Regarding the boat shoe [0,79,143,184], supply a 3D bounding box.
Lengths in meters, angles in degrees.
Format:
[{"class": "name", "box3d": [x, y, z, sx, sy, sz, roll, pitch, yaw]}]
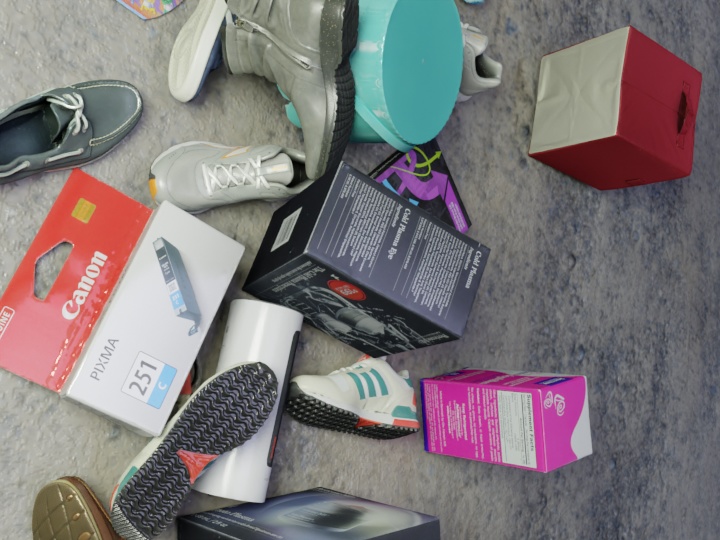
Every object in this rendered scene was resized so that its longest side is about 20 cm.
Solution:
[{"class": "boat shoe", "box3d": [-0.271, -0.126, 0.742, 0.199, 0.061, 0.074, -32, 107, -39]}]

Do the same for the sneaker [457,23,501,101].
[{"class": "sneaker", "box3d": [0.113, -0.304, 1.067, 0.200, 0.091, 0.076, 38, 65, -35]}]

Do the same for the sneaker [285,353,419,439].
[{"class": "sneaker", "box3d": [-0.010, 0.136, 0.972, 0.199, 0.070, 0.094, 22, 56, -38]}]

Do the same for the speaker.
[{"class": "speaker", "box3d": [-0.118, 0.136, 0.863, 0.081, 0.081, 0.202, 22, 74, -40]}]

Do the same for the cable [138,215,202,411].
[{"class": "cable", "box3d": [-0.188, 0.049, 0.820, 0.096, 0.050, 0.203, 12, 82, -41]}]

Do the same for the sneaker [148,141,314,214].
[{"class": "sneaker", "box3d": [-0.121, -0.103, 0.858, 0.199, 0.091, 0.077, -14, 99, -41]}]

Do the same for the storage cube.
[{"class": "storage cube", "box3d": [0.384, -0.237, 1.259, 0.178, 0.199, 0.173, 17, 78, -34]}]

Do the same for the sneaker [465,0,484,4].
[{"class": "sneaker", "box3d": [0.152, -0.468, 1.125, 0.076, 0.080, 0.202, -17, 101, -43]}]

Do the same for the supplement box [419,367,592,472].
[{"class": "supplement box", "box3d": [0.181, 0.185, 1.054, 0.100, 0.199, 0.105, -6, 93, -42]}]

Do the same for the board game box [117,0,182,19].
[{"class": "board game box", "box3d": [-0.228, -0.352, 0.800, 0.199, 0.039, 0.160, 31, 69, -38]}]

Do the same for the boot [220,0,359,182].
[{"class": "boot", "box3d": [-0.073, -0.192, 0.822, 0.068, 0.129, 0.202, -54, 153, -57]}]

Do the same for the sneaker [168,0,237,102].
[{"class": "sneaker", "box3d": [-0.132, -0.253, 0.863, 0.084, 0.075, 0.202, 30, 70, -35]}]

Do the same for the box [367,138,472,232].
[{"class": "box", "box3d": [0.054, -0.067, 1.056, 0.200, 0.036, 0.144, -42, 116, -33]}]

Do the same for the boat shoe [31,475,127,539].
[{"class": "boat shoe", "box3d": [-0.239, 0.280, 0.766, 0.068, 0.071, 0.202, -43, 113, -71]}]

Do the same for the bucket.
[{"class": "bucket", "box3d": [0.016, -0.234, 0.924, 0.206, 0.134, 0.210, -23, 119, -51]}]

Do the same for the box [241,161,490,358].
[{"class": "box", "box3d": [0.000, 0.000, 0.864, 0.181, 0.200, 0.105, 28, 69, -17]}]

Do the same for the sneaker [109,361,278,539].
[{"class": "sneaker", "box3d": [-0.165, 0.161, 0.791, 0.070, 0.093, 0.200, 47, 72, -17]}]

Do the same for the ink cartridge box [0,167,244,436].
[{"class": "ink cartridge box", "box3d": [-0.224, 0.025, 0.759, 0.175, 0.045, 0.202, 30, 67, -21]}]

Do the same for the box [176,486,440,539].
[{"class": "box", "box3d": [-0.054, 0.306, 0.839, 0.197, 0.199, 0.125, 2, 87, -43]}]
